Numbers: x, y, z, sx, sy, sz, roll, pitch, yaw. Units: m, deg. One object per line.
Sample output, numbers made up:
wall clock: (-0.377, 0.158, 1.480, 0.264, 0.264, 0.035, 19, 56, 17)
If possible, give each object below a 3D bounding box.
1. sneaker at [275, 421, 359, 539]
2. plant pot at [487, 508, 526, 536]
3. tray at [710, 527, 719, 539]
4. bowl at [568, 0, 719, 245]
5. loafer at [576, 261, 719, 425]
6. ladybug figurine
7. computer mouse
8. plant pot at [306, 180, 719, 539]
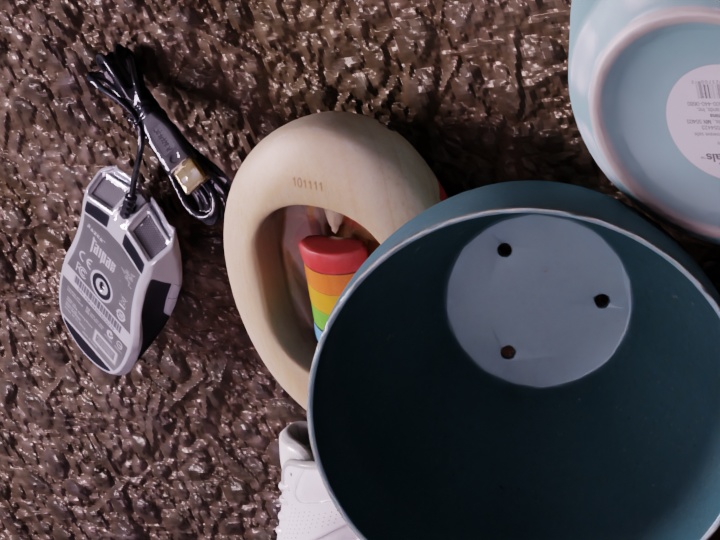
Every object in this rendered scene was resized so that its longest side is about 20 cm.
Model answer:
sneaker: (-0.016, 0.134, 1.339, 0.099, 0.078, 0.200, 45, 127, 3)
plant pot: (0.103, 0.199, 1.179, 0.178, 0.200, 0.201, 33, 135, 9)
tray: (0.253, 0.126, 1.191, 0.199, 0.037, 0.099, -28, 108, 41)
bowl: (0.170, -0.090, 1.021, 0.200, 0.105, 0.202, 17, 131, 20)
loafer: (0.162, 0.053, 1.175, 0.070, 0.069, 0.200, 21, 139, -37)
ladybug figurine: (0.000, 0.000, 1.213, 0.135, 0.072, 0.201, 11, 129, 22)
computer mouse: (-0.122, -0.022, 1.283, 0.110, 0.044, 0.201, 46, 142, 20)
plant pot: (0.081, 0.040, 1.095, 0.198, 0.135, 0.202, 2, 113, 5)
